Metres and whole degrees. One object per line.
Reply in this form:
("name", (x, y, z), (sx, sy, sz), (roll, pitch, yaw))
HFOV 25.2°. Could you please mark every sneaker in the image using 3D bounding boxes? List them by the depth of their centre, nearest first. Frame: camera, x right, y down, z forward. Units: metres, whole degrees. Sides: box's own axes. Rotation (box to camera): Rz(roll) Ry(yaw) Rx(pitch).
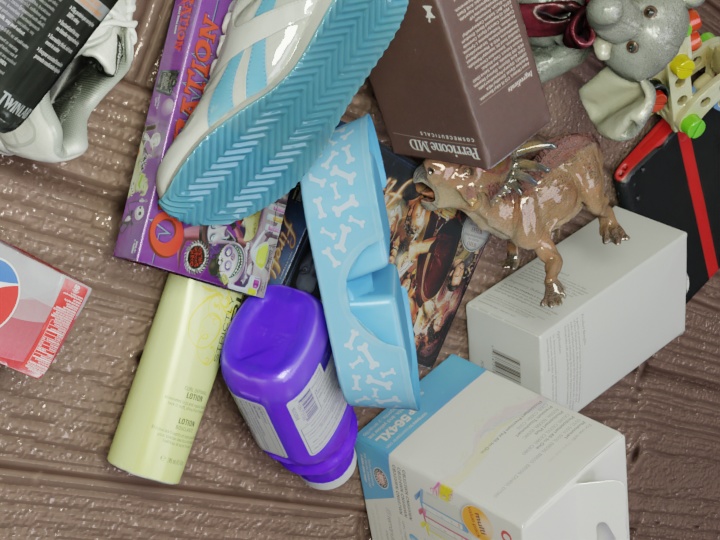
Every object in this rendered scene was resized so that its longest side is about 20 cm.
("sneaker", (-0.149, -0.151, 0.901), (0.075, 0.081, 0.202), (24, 88, -48))
("sneaker", (-0.056, -0.114, 0.970), (0.200, 0.081, 0.076), (-51, 137, -3))

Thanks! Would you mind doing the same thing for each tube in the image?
("tube", (-0.111, 0.038, 1.060), (0.058, 0.051, 0.202), (150, -41, -85))

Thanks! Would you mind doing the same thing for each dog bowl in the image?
("dog bowl", (0.000, 0.000, 1.060), (0.112, 0.049, 0.202), (-85, 164, -70))

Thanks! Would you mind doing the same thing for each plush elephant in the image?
("plush elephant", (0.166, -0.188, 1.172), (0.199, 0.154, 0.166), (10, 101, -49))

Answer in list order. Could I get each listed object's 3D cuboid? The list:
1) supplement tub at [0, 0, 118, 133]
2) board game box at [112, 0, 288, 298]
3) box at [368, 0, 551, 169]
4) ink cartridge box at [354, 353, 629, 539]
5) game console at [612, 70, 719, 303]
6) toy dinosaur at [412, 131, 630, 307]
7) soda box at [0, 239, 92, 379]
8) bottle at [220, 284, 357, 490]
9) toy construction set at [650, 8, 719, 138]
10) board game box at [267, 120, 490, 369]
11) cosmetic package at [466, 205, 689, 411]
("supplement tub", (-0.165, -0.181, 0.810), (0.201, 0.122, 0.122), (-52, 139, 0))
("board game box", (-0.083, -0.092, 1.016), (0.119, 0.032, 0.202), (17, 85, -46))
("box", (0.046, -0.174, 1.067), (0.075, 0.100, 0.201), (-39, 122, -29))
("ink cartridge box", (0.113, 0.180, 1.255), (0.125, 0.199, 0.130), (-35, 131, -32))
("game console", (0.304, -0.069, 1.488), (0.177, 0.031, 0.201), (-42, 134, -20))
("toy dinosaur", (0.138, -0.066, 1.207), (0.200, 0.085, 0.137), (-35, 125, -39))
("soda box", (-0.244, -0.006, 0.871), (0.200, 0.070, 0.064), (32, 83, -50))
("bottle", (-0.042, 0.091, 1.123), (0.201, 0.065, 0.084), (71, 39, -57))
("toy construction set", (0.270, -0.197, 1.334), (0.130, 0.092, 0.201), (-26, 122, -7))
("board game box", (0.013, -0.016, 1.180), (0.199, 0.034, 0.137), (24, 90, -50))
("cosmetic package", (0.186, 0.040, 1.360), (0.199, 0.084, 0.109), (-31, 129, -36))
